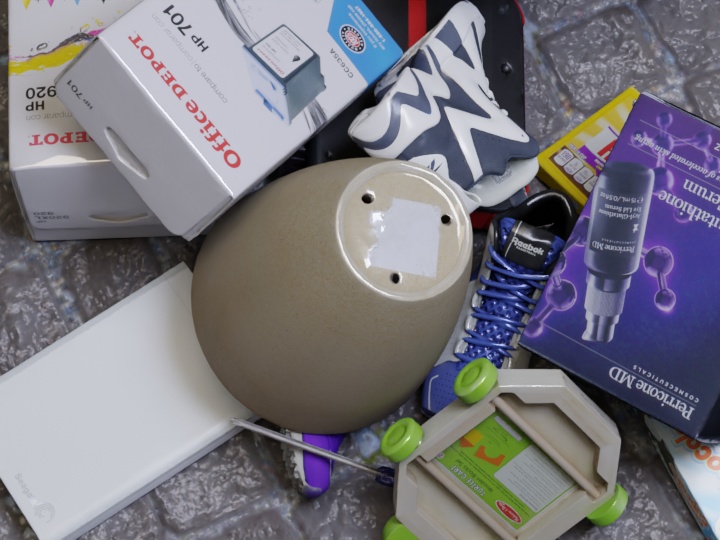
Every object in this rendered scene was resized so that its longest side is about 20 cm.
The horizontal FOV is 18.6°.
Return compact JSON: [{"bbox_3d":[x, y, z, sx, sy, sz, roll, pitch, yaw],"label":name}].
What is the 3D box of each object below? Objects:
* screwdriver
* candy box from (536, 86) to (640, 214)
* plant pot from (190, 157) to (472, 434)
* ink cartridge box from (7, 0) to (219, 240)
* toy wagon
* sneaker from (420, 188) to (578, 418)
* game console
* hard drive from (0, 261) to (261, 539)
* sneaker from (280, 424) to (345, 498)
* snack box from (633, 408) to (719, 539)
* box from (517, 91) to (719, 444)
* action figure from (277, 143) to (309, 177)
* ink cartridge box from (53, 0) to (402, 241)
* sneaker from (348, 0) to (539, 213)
[{"bbox_3d":[-0.003,0.139,1.555,0.199,0.029,0.028,18,58,-14],"label":"screwdriver"},{"bbox_3d":[0.230,-0.047,1.636,0.102,0.026,0.200,-35,59,-16],"label":"candy box"},{"bbox_3d":[0.000,0.000,1.480,0.187,0.200,0.188,5,74,-17],"label":"plant pot"},{"bbox_3d":[-0.182,-0.140,1.645,0.147,0.145,0.201,-3,69,0],"label":"ink cartridge box"},{"bbox_3d":[0.082,0.152,1.532,0.200,0.040,0.155,-39,115,17],"label":"toy wagon"},{"bbox_3d":[0.103,0.018,1.590,0.080,0.115,0.200,24,71,12],"label":"sneaker"},{"bbox_3d":[0.043,-0.134,1.664,0.176,0.031,0.201,7,69,-17],"label":"game console"},{"bbox_3d":[-0.178,0.099,1.615,0.200,0.026,0.132,-33,71,-11],"label":"hard drive"},{"bbox_3d":[-0.006,0.067,1.599,0.099,0.070,0.201,4,70,-3],"label":"sneaker"},{"bbox_3d":[0.269,0.108,1.589,0.116,0.037,0.200,-25,69,-8],"label":"snack box"},{"bbox_3d":[0.225,0.000,1.523,0.148,0.104,0.200,27,95,21],"label":"box"},{"bbox_3d":[-0.052,-0.166,1.694,0.130,0.069,0.201,5,66,9],"label":"action figure"},{"bbox_3d":[-0.090,-0.140,1.532,0.147,0.086,0.200,50,52,-5],"label":"ink cartridge box"},{"bbox_3d":[0.078,-0.107,1.586,0.130,0.199,0.079,45,118,-8],"label":"sneaker"}]
